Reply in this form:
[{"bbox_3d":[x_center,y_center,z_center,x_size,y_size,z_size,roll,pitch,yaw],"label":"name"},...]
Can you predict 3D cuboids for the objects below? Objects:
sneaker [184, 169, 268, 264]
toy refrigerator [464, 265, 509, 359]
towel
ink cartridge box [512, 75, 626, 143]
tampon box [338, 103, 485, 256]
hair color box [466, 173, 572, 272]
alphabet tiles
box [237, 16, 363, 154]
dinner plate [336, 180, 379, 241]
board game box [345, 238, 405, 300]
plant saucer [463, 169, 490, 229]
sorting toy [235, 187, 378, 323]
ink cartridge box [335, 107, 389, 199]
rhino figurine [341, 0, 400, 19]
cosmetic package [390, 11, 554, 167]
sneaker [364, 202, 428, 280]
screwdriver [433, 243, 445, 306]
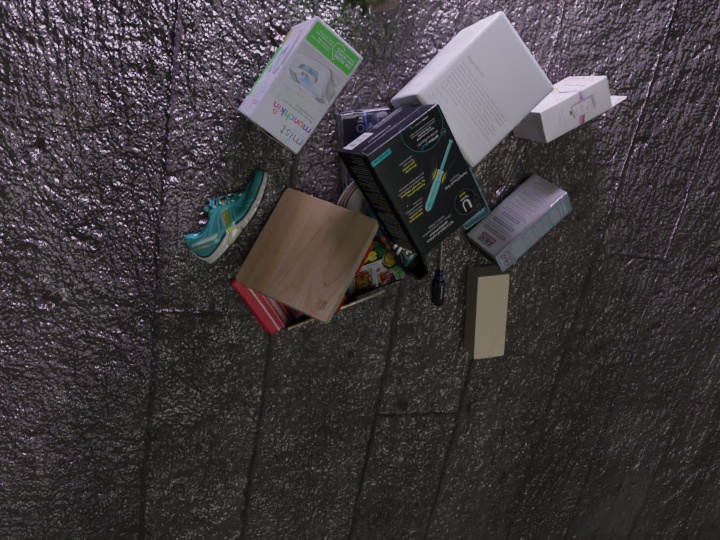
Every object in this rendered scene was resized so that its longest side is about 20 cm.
[{"bbox_3d":[-0.237,-0.104,0.963,0.080,0.078,0.200,39,94,-18],"label":"sneaker"},{"bbox_3d":[0.283,0.093,1.216,0.075,0.070,0.201,-6,110,-10],"label":"toy refrigerator"},{"bbox_3d":[-0.140,0.022,1.068,0.199,0.022,0.145,-35,114,-6],"label":"towel"},{"bbox_3d":[0.414,-0.335,1.077,0.199,0.116,0.068,-28,116,-8],"label":"ink cartridge box"},{"bbox_3d":[0.088,-0.156,0.916,0.150,0.126,0.201,-38,116,-10],"label":"tampon box"},{"bbox_3d":[0.336,-0.103,1.138,0.200,0.099,0.061,-42,136,-1],"label":"hair color box"},{"bbox_3d":[-0.052,0.077,1.046,0.199,0.167,0.008,-21,87,-11],"label":"alphabet tiles"},{"bbox_3d":[-0.105,-0.295,0.866,0.096,0.200,0.177,34,97,-25],"label":"box"},{"bbox_3d":[0.041,-0.129,1.042,0.199,0.024,0.201,-14,141,-12],"label":"dinner plate"},{"bbox_3d":[0.000,0.000,1.087,0.199,0.023,0.105,-20,121,-20],"label":"board game box"},{"bbox_3d":[0.203,-0.184,1.114,0.070,0.019,0.201,-35,115,-5],"label":"plant saucer"},{"bbox_3d":[-0.090,-0.023,0.975,0.201,0.198,0.070,-62,157,-13],"label":"sorting toy"},{"bbox_3d":[0.012,-0.204,1.030,0.099,0.039,0.201,-12,113,-15],"label":"ink cartridge box"},{"bbox_3d":[0.049,-0.500,0.921,0.200,0.060,0.088,-37,127,0],"label":"rhino figurine"},{"bbox_3d":[0.195,-0.317,0.969,0.200,0.167,0.166,-44,108,1],"label":"cosmetic package"},{"bbox_3d":[0.080,-0.060,1.035,0.071,0.080,0.200,-39,127,-2],"label":"sneaker"},{"bbox_3d":[0.177,-0.015,1.158,0.029,0.028,0.201,8,112,9],"label":"screwdriver"}]
